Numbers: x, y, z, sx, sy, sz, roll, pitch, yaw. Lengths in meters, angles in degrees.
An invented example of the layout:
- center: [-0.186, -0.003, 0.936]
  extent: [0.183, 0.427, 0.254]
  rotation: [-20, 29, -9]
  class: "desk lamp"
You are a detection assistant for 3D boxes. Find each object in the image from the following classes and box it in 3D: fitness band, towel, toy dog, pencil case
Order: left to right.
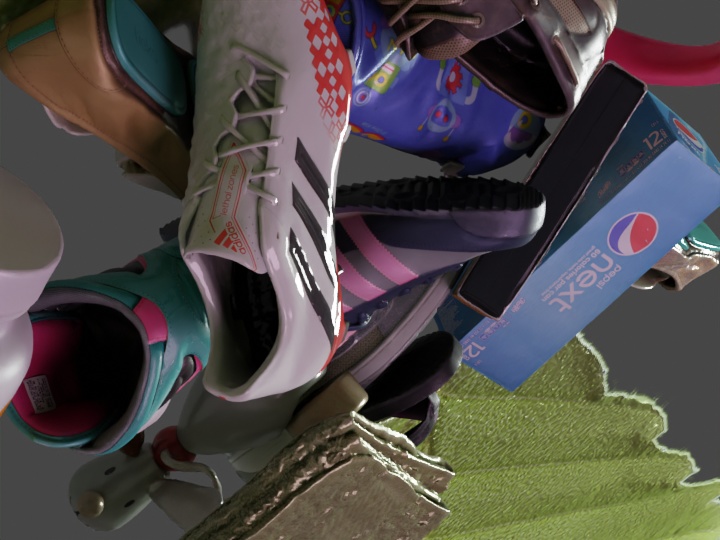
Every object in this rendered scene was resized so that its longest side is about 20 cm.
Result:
- center: [-0.088, 0.092, 0.983]
  extent: [0.201, 0.132, 0.096]
  rotation: [-58, 171, 14]
  class: "toy dog"
- center: [-0.045, 0.162, 0.989]
  extent: [0.200, 0.037, 0.148]
  rotation: [-43, 144, 6]
  class: "towel"
- center: [0.018, -0.097, 0.859]
  extent: [0.200, 0.078, 0.087]
  rotation: [10, 92, -55]
  class: "pencil case"
- center: [0.133, -0.141, 0.878]
  extent: [0.200, 0.143, 0.038]
  rotation: [48, 53, -71]
  class: "fitness band"

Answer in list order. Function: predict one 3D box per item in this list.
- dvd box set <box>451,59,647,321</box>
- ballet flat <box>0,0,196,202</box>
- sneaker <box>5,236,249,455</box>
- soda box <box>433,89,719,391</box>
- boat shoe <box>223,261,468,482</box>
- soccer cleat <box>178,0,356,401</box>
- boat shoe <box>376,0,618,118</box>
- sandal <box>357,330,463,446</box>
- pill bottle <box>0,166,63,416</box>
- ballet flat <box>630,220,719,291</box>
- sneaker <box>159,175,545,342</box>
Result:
- center: [0.102, -0.040, 0.984]
  extent: [0.147, 0.029, 0.200]
  rotation: [-58, 178, 0]
  class: "dvd box set"
- center: [-0.097, -0.073, 0.792]
  extent: [0.063, 0.069, 0.200]
  rotation: [-16, 155, 16]
  class: "ballet flat"
- center: [-0.131, 0.051, 0.842]
  extent: [0.121, 0.084, 0.200]
  rotation: [-27, 171, -47]
  class: "sneaker"
- center: [0.136, -0.018, 1.109]
  extent: [0.068, 0.064, 0.200]
  rotation: [32, 114, -35]
  class: "soda box"
- center: [-0.015, 0.040, 1.044]
  extent: [0.202, 0.065, 0.074]
  rotation: [-43, -179, 10]
  class: "boat shoe"
- center: [-0.045, -0.040, 0.745]
  extent: [0.085, 0.068, 0.201]
  rotation: [-30, 122, -58]
  class: "soccer cleat"
- center: [0.046, -0.130, 0.770]
  extent: [0.199, 0.074, 0.074]
  rotation: [26, 152, -37]
  class: "boat shoe"
- center: [0.007, 0.094, 1.092]
  extent: [0.200, 0.048, 0.075]
  rotation: [-34, -165, 46]
  class: "sandal"
- center: [-0.211, 0.046, 0.753]
  extent: [0.111, 0.111, 0.200]
  rotation: [0, 133, -52]
  class: "pill bottle"
- center: [0.202, -0.018, 1.232]
  extent: [0.067, 0.068, 0.200]
  rotation: [-40, 152, 16]
  class: "ballet flat"
- center: [0.000, 0.000, 0.886]
  extent: [0.199, 0.083, 0.070]
  rotation: [-6, -165, 16]
  class: "sneaker"
